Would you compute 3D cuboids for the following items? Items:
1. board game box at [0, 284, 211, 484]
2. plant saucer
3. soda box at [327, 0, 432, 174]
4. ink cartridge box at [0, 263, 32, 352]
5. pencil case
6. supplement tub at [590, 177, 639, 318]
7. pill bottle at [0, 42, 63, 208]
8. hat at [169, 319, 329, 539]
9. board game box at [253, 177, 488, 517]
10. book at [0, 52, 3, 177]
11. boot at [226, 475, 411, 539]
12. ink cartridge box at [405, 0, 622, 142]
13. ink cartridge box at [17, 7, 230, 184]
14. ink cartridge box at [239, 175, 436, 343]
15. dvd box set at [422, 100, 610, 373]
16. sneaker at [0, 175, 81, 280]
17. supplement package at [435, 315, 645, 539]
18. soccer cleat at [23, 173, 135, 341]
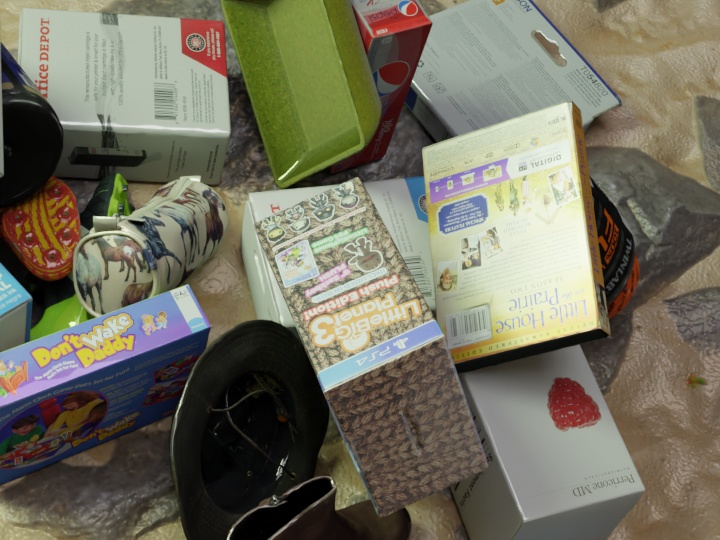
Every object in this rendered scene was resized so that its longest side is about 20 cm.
[{"bbox_3d":[-0.226,0.097,1.213,0.198,0.135,0.045,-21,63,-25],"label":"board game box"},{"bbox_3d":[-0.049,-0.194,1.374,0.047,0.199,0.203,-17,90,-28],"label":"plant saucer"},{"bbox_3d":[0.004,-0.183,1.415,0.069,0.201,0.064,-18,62,-24],"label":"soda box"},{"bbox_3d":[-0.366,0.015,1.227,0.083,0.146,0.200,-35,70,-32],"label":"ink cartridge box"},{"bbox_3d":[-0.179,-0.025,1.290,0.077,0.091,0.200,12,19,10],"label":"pencil case"},{"bbox_3d":[0.174,-0.034,1.351,0.121,0.200,0.124,-17,56,28],"label":"supplement tub"},{"bbox_3d":[-0.346,-0.153,1.285,0.111,0.113,0.200,-21,48,-25],"label":"pill bottle"},{"bbox_3d":[-0.114,0.141,1.231,0.080,0.202,0.201,2,44,37],"label":"hat"},{"bbox_3d":[0.007,0.058,1.165,0.096,0.160,0.201,-24,44,-3],"label":"board game box"},{"bbox_3d":[-0.351,-0.144,1.185,0.132,0.048,0.202,-17,57,12],"label":"book"},{"bbox_3d":[-0.027,0.210,1.163,0.198,0.167,0.073,-27,63,-27],"label":"boot"},{"bbox_3d":[0.142,-0.198,1.557,0.198,0.041,0.200,-26,66,-27],"label":"ink cartridge box"},{"bbox_3d":[-0.230,-0.167,1.420,0.197,0.084,0.146,3,56,-14],"label":"ink cartridge box"},{"bbox_3d":[0.000,0.000,1.362,0.197,0.086,0.148,-7,58,-16],"label":"ink cartridge box"},{"bbox_3d":[0.126,-0.027,1.228,0.145,0.029,0.203,-17,65,27],"label":"dvd box set"},{"bbox_3d":[-0.297,-0.052,1.318,0.072,0.078,0.200,-18,46,-22],"label":"sneaker"},{"bbox_3d":[0.139,0.140,1.281,0.120,0.120,0.202,-10,60,-20],"label":"supplement package"},{"bbox_3d":[-0.254,-0.008,1.323,0.080,0.068,0.202,3,53,8],"label":"soccer cleat"}]
